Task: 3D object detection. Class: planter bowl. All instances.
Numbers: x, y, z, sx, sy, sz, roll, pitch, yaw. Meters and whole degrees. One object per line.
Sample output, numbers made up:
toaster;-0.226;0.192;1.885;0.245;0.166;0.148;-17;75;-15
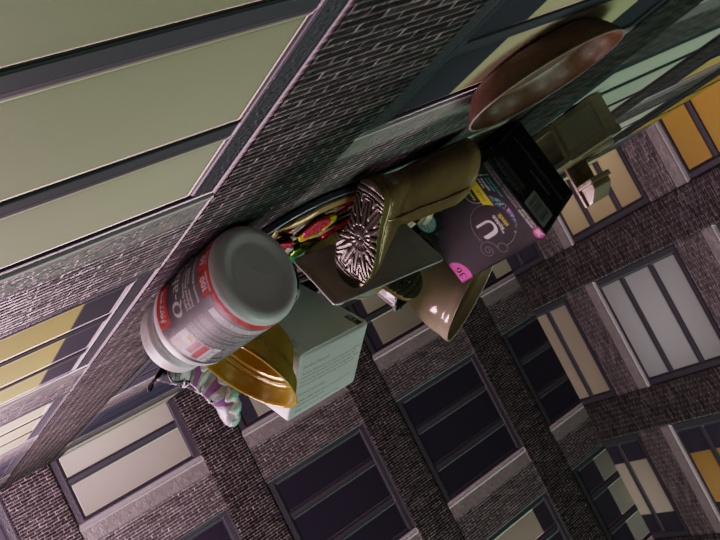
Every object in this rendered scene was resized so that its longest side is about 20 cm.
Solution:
planter bowl;-0.165;0.122;1.360;0.084;0.199;0.200;-59;-169;-28
planter bowl;0.150;0.005;1.588;0.202;0.133;0.202;-54;163;-24

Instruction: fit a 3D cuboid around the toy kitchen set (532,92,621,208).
toy kitchen set;0.460;-0.234;1.659;0.198;0.166;0.180;-26;175;-38

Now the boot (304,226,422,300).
boot;0.000;0.000;1.382;0.066;0.175;0.200;-45;180;-25

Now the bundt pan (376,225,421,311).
bundt pan;0.085;-0.025;1.726;0.204;0.075;0.203;-58;166;-24

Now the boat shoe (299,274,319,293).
boat shoe;-0.155;0.064;1.696;0.199;0.073;0.071;-39;-179;-9

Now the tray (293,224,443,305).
tray;0.012;-0.008;1.235;0.197;0.107;0.023;-21;137;-31

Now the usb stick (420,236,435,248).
usb stick;0.061;-0.054;1.412;0.198;0.055;0.033;20;93;-51

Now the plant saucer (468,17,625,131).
plant saucer;0.201;-0.224;0.982;0.197;0.035;0.200;-29;176;-2

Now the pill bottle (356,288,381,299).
pill bottle;0.011;-0.015;1.565;0.111;0.115;0.200;-26;174;-29

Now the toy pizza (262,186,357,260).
toy pizza;-0.076;-0.049;1.164;0.197;0.032;0.200;-30;176;-2

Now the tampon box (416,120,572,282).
tampon box;0.205;-0.105;1.394;0.199;0.151;0.126;-34;-171;48

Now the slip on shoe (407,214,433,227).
slip on shoe;0.072;-0.106;1.338;0.075;0.060;0.200;-64;-173;1

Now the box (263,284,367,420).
box;-0.127;0.129;1.536;0.198;0.196;0.134;-22;132;-51

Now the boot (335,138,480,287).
boot;0.068;-0.076;1.172;0.198;0.066;0.177;-25;149;-42

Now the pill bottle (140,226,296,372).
pill bottle;-0.171;0.042;1.021;0.199;0.118;0.115;-34;173;42

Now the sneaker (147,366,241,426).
sneaker;-0.283;0.182;1.446;0.137;0.205;0.077;-21;-169;-22

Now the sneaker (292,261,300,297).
sneaker;-0.157;0.028;1.335;0.079;0.077;0.199;-10;-174;26

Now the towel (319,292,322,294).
towel;-0.006;0.000;1.792;0.201;0.032;0.191;-49;172;8
